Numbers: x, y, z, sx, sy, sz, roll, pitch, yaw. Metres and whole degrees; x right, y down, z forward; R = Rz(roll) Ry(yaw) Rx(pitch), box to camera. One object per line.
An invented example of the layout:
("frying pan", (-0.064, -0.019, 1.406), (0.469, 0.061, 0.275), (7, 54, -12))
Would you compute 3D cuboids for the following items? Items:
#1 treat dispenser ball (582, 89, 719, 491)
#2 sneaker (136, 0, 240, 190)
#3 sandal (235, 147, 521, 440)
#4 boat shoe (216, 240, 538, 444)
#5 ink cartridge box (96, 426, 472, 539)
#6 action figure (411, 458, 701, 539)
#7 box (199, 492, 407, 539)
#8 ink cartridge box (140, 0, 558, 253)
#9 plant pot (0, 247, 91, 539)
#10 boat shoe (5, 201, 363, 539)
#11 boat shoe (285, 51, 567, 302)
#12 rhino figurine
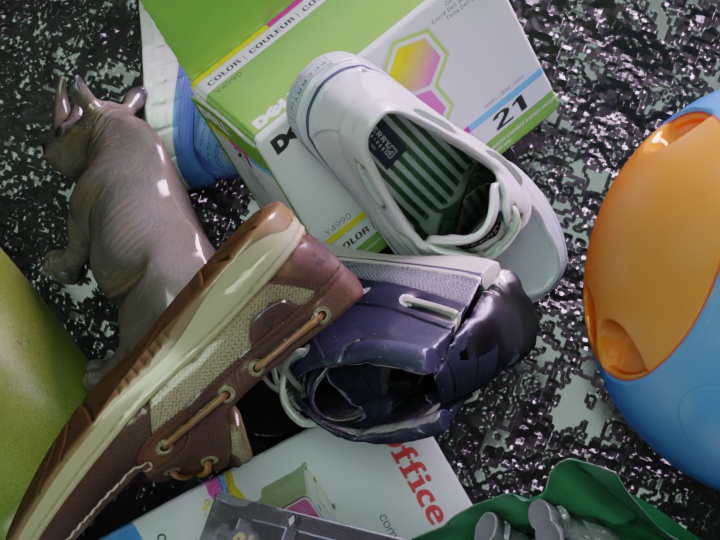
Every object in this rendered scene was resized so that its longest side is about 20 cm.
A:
("treat dispenser ball", (0.203, 0.009, 1.125), (0.200, 0.201, 0.202), (-1, 81, 5))
("sneaker", (-0.071, -0.143, 1.244), (0.089, 0.079, 0.201), (-4, 89, -3))
("sandal", (0.000, 0.000, 1.223), (0.075, 0.045, 0.200), (43, 87, 10))
("boat shoe", (-0.024, 0.034, 1.131), (0.199, 0.093, 0.075), (-3, 114, 32))
("ink cartridge box", (-0.035, 0.163, 1.149), (0.199, 0.085, 0.145), (-27, 80, -22))
("action figure", (0.134, 0.147, 1.130), (0.118, 0.200, 0.055), (-19, 58, 40))
("box", (-0.019, 0.209, 1.030), (0.158, 0.048, 0.201), (11, 67, 22))
("ink cartridge box", (-0.012, -0.118, 1.157), (0.148, 0.200, 0.076), (-39, 42, -9))
("plant pot", (-0.216, 0.067, 1.174), (0.193, 0.200, 0.201), (39, 86, -3))
("boat shoe", (-0.077, 0.064, 1.073), (0.072, 0.072, 0.200), (40, 96, -10))
("boat shoe", (0.041, -0.028, 1.151), (0.074, 0.200, 0.067), (-53, 41, 4))
("rhino figurine", (-0.112, -0.023, 1.168), (0.088, 0.060, 0.201), (-56, 45, 36))
